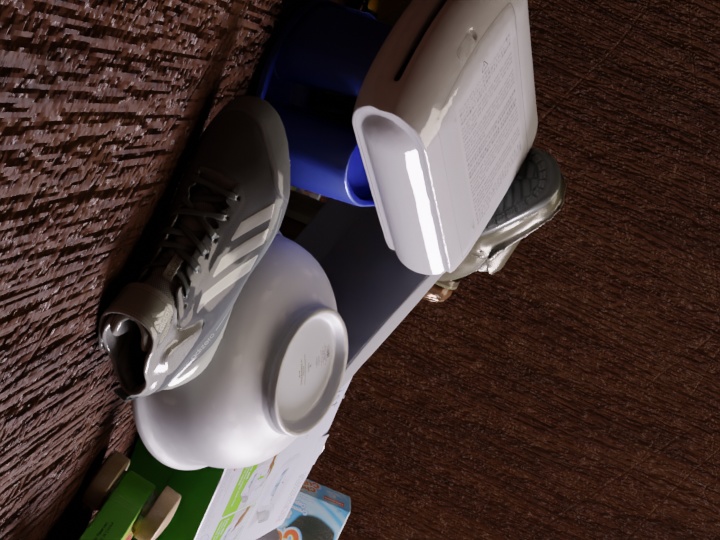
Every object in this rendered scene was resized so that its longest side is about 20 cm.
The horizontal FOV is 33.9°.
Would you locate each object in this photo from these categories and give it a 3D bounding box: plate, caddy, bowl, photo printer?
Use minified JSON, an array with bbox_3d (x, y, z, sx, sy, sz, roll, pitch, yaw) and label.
[{"bbox_3d":[0.000,0.000,1.013,0.200,0.032,0.200,-49,-147,7],"label":"plate"},{"bbox_3d":[-0.012,-0.126,0.901,0.200,0.104,0.143,-8,118,-66],"label":"caddy"},{"bbox_3d":[-0.071,0.064,0.871,0.201,0.090,0.203,-36,134,-49],"label":"bowl"},{"bbox_3d":[0.065,-0.115,0.849,0.167,0.069,0.201,-58,154,-22],"label":"photo printer"}]

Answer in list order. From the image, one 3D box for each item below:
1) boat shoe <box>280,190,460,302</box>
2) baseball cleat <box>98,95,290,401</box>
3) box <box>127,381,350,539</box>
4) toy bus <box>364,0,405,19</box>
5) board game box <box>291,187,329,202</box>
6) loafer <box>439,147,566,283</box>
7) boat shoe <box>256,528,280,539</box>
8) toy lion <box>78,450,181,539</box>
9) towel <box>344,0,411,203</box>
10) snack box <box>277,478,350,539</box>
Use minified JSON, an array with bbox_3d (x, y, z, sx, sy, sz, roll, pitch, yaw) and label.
[{"bbox_3d":[-0.004,-0.009,1.124,0.069,0.199,0.072,-68,167,14],"label":"boat shoe"},{"bbox_3d":[-0.101,-0.008,0.726,0.106,0.069,0.202,-29,139,-67],"label":"baseball cleat"},{"bbox_3d":[-0.114,0.158,1.080,0.176,0.096,0.201,-17,135,-58],"label":"box"},{"bbox_3d":[0.034,-0.240,1.207,0.201,0.065,0.079,110,3,-59],"label":"toy bus"},{"bbox_3d":[-0.040,-0.103,1.307,0.200,0.034,0.135,90,25,-83],"label":"board game box"},{"bbox_3d":[0.106,-0.042,1.002,0.199,0.069,0.076,-26,-130,49],"label":"loafer"},{"bbox_3d":[-0.178,0.291,1.165,0.199,0.075,0.093,2,130,-40],"label":"boat shoe"},{"bbox_3d":[-0.221,0.249,0.898,0.192,0.068,0.200,-58,180,28],"label":"toy lion"},{"bbox_3d":[0.036,-0.165,1.049,0.148,0.036,0.202,-28,-136,36],"label":"towel"},{"bbox_3d":[-0.122,0.256,1.240,0.037,0.198,0.117,-89,-157,-74],"label":"snack box"}]
